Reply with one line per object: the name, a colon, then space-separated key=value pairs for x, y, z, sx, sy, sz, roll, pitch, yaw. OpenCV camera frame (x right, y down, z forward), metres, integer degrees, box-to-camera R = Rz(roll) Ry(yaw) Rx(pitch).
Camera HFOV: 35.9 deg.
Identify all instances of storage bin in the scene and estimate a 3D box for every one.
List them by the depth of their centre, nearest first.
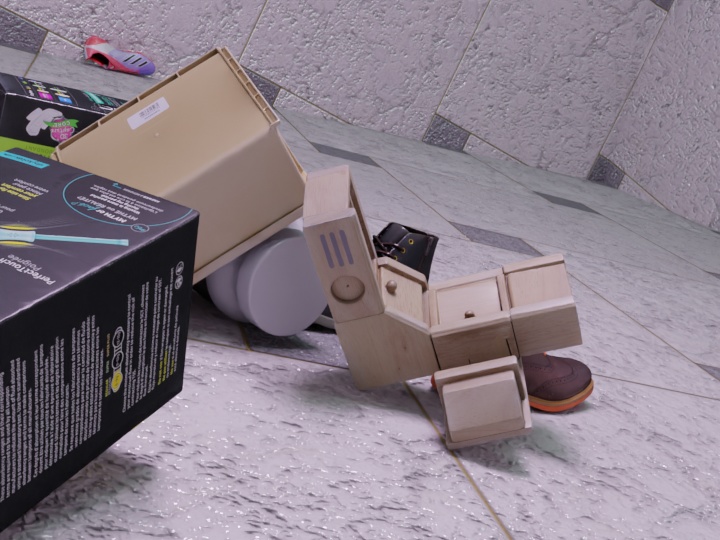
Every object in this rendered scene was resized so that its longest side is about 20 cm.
storage bin: x=-0.166 y=-0.090 z=1.016 sx=0.094 sy=0.198 sz=0.199 roll=60 pitch=-4 yaw=-39

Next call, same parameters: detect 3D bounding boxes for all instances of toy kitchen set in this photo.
toy kitchen set: x=0.070 y=0.019 z=0.893 sx=0.196 sy=0.182 sz=0.164 roll=-12 pitch=35 yaw=9

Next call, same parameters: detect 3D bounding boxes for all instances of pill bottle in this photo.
pill bottle: x=-0.115 y=-0.019 z=1.075 sx=0.114 sy=0.118 sz=0.199 roll=6 pitch=15 yaw=-38

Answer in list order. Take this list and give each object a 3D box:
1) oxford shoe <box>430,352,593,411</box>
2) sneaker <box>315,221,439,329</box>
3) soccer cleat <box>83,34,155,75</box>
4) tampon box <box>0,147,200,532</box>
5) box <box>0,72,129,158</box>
oxford shoe: x=0.158 y=0.087 z=1.060 sx=0.198 sy=0.074 sz=0.071 roll=6 pitch=16 yaw=-40
sneaker: x=0.000 y=0.000 z=1.161 sx=0.074 sy=0.108 sz=0.198 roll=25 pitch=15 yaw=38
soccer cleat: x=-0.621 y=-0.537 z=2.862 sx=0.198 sy=0.078 sz=0.066 roll=22 pitch=-36 yaw=-33
tampon box: x=-0.207 y=0.033 z=0.619 sx=0.148 sy=0.128 sz=0.200 roll=20 pitch=28 yaw=20
box: x=-0.290 y=-0.104 z=1.149 sx=0.197 sy=0.151 sz=0.124 roll=9 pitch=15 yaw=-28
